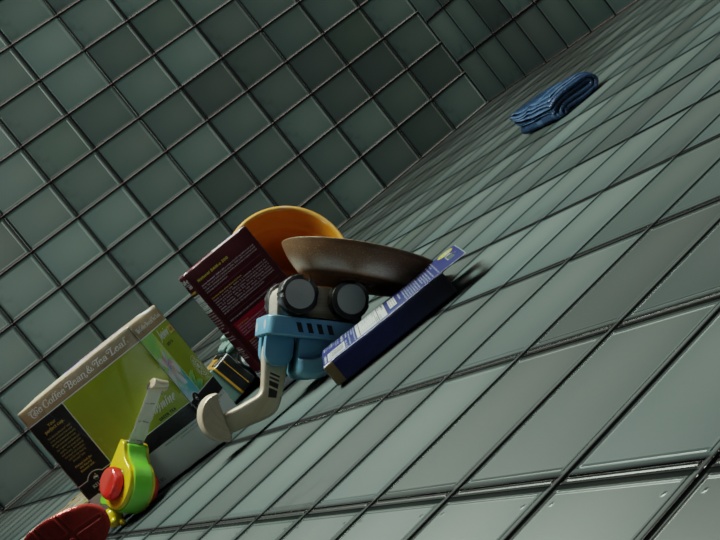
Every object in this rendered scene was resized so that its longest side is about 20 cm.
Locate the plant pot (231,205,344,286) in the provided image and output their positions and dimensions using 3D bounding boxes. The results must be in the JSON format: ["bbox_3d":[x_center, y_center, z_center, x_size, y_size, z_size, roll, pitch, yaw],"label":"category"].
[{"bbox_3d":[-0.123,0.025,2.084,0.200,0.200,0.183,-41,-10,-21],"label":"plant pot"}]

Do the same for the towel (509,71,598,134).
[{"bbox_3d":[0.346,-0.303,2.337,0.112,0.049,0.200,-39,5,-12],"label":"towel"}]

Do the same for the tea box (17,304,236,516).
[{"bbox_3d":[-0.303,0.190,1.738,0.200,0.197,0.134,-37,6,12],"label":"tea box"}]

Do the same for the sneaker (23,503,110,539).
[{"bbox_3d":[-0.393,0.352,1.629,0.200,0.078,0.116,-38,6,-3],"label":"sneaker"}]

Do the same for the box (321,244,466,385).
[{"bbox_3d":[0.043,0.048,1.470,0.200,0.032,0.121,-40,5,2],"label":"box"}]

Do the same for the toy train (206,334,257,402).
[{"bbox_3d":[-0.199,0.153,2.021,0.114,0.085,0.200,-49,7,-11],"label":"toy train"}]

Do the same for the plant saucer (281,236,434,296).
[{"bbox_3d":[0.000,0.000,1.588,0.200,0.200,0.037,158,123,-73],"label":"plant saucer"}]

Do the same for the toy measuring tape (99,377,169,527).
[{"bbox_3d":[-0.274,0.236,1.636,0.074,0.074,0.200,-69,3,-80],"label":"toy measuring tape"}]

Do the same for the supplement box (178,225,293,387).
[{"bbox_3d":[-0.136,0.053,1.741,0.109,0.200,0.061,-40,5,-16],"label":"supplement box"}]

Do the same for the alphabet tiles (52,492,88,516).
[{"bbox_3d":[-0.502,0.414,2.260,0.166,0.006,0.200,-38,5,18],"label":"alphabet tiles"}]

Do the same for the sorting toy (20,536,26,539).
[{"bbox_3d":[-0.590,0.483,2.091,0.185,0.036,0.200,-35,7,37],"label":"sorting toy"}]

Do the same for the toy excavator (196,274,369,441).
[{"bbox_3d":[-0.091,0.108,1.564,0.194,0.200,0.100,6,-9,-16],"label":"toy excavator"}]
